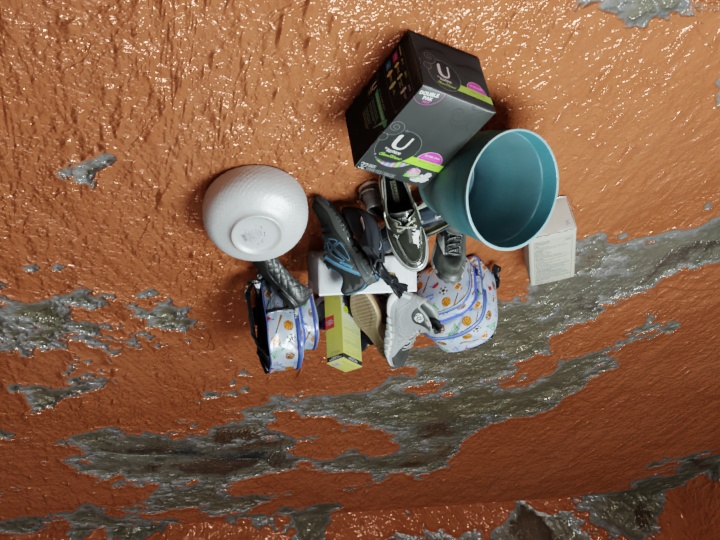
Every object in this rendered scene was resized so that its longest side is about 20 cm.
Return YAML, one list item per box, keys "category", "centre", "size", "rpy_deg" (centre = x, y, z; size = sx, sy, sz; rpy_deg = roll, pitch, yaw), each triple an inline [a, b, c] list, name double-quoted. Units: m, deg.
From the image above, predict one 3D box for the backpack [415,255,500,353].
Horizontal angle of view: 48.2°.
- category: "backpack"
  centre: [0.212, 0.076, 1.767]
  size: [0.200, 0.191, 0.154]
  rpy_deg: [-27, 143, 27]

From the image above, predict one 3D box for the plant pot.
- category: "plant pot"
  centre: [0.203, -0.149, 1.390]
  size: [0.200, 0.201, 0.188]
  rpy_deg: [15, -177, -34]

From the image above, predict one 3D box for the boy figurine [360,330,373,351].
- category: "boy figurine"
  centre: [0.048, 0.151, 1.920]
  size: [0.124, 0.065, 0.200]
  rpy_deg: [-33, 164, 23]

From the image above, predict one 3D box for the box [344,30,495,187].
- category: "box"
  centre: [0.091, -0.253, 1.294]
  size: [0.148, 0.125, 0.200]
  rpy_deg: [12, 141, -31]

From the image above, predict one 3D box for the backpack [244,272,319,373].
- category: "backpack"
  centre: [-0.167, 0.123, 1.737]
  size: [0.153, 0.191, 0.200]
  rpy_deg: [-2, 156, -4]

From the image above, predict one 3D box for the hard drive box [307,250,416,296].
- category: "hard drive box"
  centre: [0.000, 0.000, 1.641]
  size: [0.199, 0.077, 0.156]
  rpy_deg: [-2, -173, -11]

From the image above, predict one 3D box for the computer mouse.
- category: "computer mouse"
  centre: [0.037, -0.040, 1.514]
  size: [0.046, 0.200, 0.140]
  rpy_deg: [-34, 136, 8]

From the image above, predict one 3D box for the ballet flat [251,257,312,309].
- category: "ballet flat"
  centre: [-0.172, -0.008, 1.628]
  size: [0.066, 0.057, 0.200]
  rpy_deg: [2, 133, 55]

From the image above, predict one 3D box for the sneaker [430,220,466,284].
- category: "sneaker"
  centre: [0.178, -0.064, 1.566]
  size: [0.066, 0.200, 0.091]
  rpy_deg: [10, 134, 0]

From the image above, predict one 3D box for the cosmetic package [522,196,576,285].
- category: "cosmetic package"
  centre: [0.400, -0.060, 1.715]
  size: [0.103, 0.088, 0.200]
  rpy_deg: [-11, 149, 5]

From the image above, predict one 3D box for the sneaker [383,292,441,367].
- category: "sneaker"
  centre: [0.113, 0.135, 1.698]
  size: [0.115, 0.075, 0.201]
  rpy_deg: [13, 126, 23]

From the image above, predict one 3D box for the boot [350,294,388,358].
- category: "boot"
  centre: [0.057, 0.077, 1.801]
  size: [0.072, 0.166, 0.200]
  rpy_deg: [-6, 122, 35]

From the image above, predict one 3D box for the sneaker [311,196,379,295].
- category: "sneaker"
  centre: [-0.046, -0.048, 1.516]
  size: [0.082, 0.200, 0.073]
  rpy_deg: [-33, 169, 11]

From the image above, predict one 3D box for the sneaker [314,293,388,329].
- category: "sneaker"
  centre: [-0.009, 0.104, 1.862]
  size: [0.199, 0.088, 0.075]
  rpy_deg: [-3, 147, -11]

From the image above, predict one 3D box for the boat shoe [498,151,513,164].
- category: "boat shoe"
  centre: [0.283, -0.177, 1.518]
  size: [0.073, 0.068, 0.200]
  rpy_deg: [-9, 148, -1]

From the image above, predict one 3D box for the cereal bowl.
- category: "cereal bowl"
  centre: [-0.190, -0.090, 1.476]
  size: [0.199, 0.083, 0.201]
  rpy_deg: [-7, 135, -7]

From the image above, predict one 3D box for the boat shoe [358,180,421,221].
- category: "boat shoe"
  centre: [0.071, -0.110, 1.576]
  size: [0.067, 0.057, 0.200]
  rpy_deg: [-32, 141, 31]

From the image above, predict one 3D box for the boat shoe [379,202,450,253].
- category: "boat shoe"
  centre: [0.110, -0.078, 1.544]
  size: [0.200, 0.062, 0.075]
  rpy_deg: [-27, 150, 17]

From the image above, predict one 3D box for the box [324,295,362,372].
- category: "box"
  centre: [-0.040, 0.115, 1.762]
  size: [0.050, 0.201, 0.075]
  rpy_deg: [-20, 149, 29]

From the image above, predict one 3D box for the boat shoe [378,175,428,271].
- category: "boat shoe"
  centre: [0.075, -0.093, 1.471]
  size: [0.070, 0.201, 0.064]
  rpy_deg: [-18, -179, 2]
